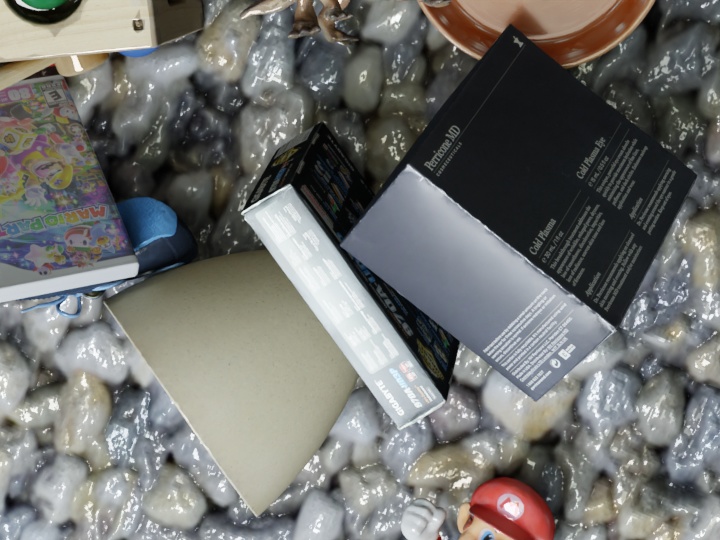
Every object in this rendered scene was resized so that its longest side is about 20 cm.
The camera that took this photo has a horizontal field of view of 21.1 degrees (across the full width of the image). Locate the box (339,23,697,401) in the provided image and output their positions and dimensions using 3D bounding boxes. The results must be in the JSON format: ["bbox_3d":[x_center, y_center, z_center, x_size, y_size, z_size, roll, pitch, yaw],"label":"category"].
[{"bbox_3d":[0.117,-0.044,1.386,0.182,0.200,0.104,39,134,-3],"label":"box"}]

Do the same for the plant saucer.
[{"bbox_3d":[0.131,-0.249,1.439,0.200,0.032,0.201,2,102,9],"label":"plant saucer"}]

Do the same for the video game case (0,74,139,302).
[{"bbox_3d":[-0.263,-0.062,1.445,0.143,0.200,0.018,-11,144,-21],"label":"video game case"}]

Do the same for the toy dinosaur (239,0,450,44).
[{"bbox_3d":[-0.014,-0.246,1.428,0.200,0.086,0.136,-17,82,51],"label":"toy dinosaur"}]

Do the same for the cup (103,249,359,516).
[{"bbox_3d":[-0.080,0.065,1.468,0.143,0.200,0.200,-35,95,-6],"label":"cup"}]

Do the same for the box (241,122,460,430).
[{"bbox_3d":[0.000,0.000,1.433,0.046,0.159,0.200,-32,104,18],"label":"box"}]

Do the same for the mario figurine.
[{"bbox_3d":[0.082,0.251,1.511,0.123,0.106,0.200,12,115,-30],"label":"mario figurine"}]

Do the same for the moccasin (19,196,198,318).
[{"bbox_3d":[-0.217,-0.001,1.502,0.200,0.068,0.081,-6,61,32],"label":"moccasin"}]

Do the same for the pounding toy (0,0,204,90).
[{"bbox_3d":[-0.227,-0.189,1.416,0.184,0.200,0.142,-4,102,9],"label":"pounding toy"}]
